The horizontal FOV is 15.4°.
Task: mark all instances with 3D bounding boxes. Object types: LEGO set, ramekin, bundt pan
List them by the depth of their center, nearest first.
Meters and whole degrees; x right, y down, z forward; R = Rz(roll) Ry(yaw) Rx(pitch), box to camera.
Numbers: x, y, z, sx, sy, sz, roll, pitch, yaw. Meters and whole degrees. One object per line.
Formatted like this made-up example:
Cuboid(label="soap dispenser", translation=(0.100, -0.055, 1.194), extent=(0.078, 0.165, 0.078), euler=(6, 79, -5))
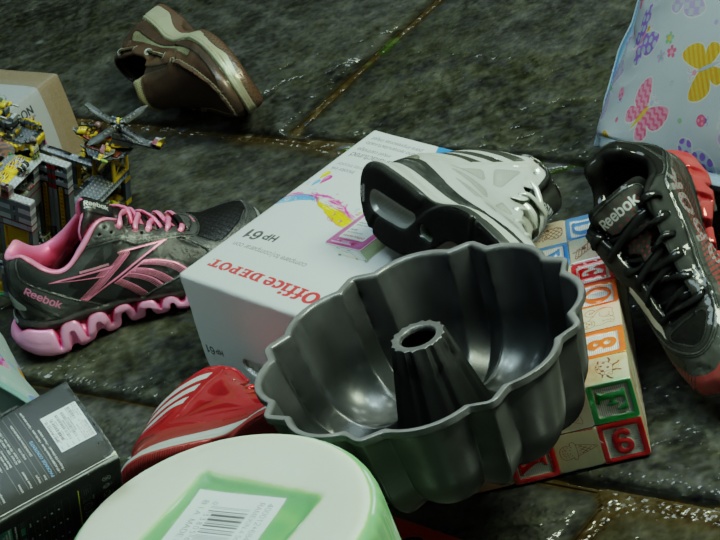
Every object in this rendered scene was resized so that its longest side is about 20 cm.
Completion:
Cuboid(label="ramekin", translation=(-0.064, 0.177, 1.426), extent=(0.199, 0.098, 0.200), euler=(-13, 31, 8))
Cuboid(label="bundt pan", translation=(0.044, 0.068, 1.538), extent=(0.201, 0.076, 0.202), euler=(-17, 28, 9))
Cuboid(label="LEGO set", translation=(-0.256, -0.073, 1.991), extent=(0.153, 0.116, 0.200), euler=(24, 45, 27))

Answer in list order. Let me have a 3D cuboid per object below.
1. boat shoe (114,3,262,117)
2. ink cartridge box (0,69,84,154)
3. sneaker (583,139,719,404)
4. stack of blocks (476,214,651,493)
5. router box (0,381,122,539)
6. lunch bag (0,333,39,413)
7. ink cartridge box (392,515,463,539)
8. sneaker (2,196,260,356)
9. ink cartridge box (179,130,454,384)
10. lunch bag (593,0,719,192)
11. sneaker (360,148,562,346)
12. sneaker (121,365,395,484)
Cuboid(label="boat shoe", translation=(-0.145, -0.153, 2.156), extent=(0.075, 0.075, 0.202), euler=(-39, 27, -8))
Cuboid(label="ink cartridge box", translation=(-0.349, -0.086, 2.140), extent=(0.164, 0.075, 0.200), euler=(7, 37, 39))
Cuboid(label="sneaker", translation=(0.189, -0.004, 1.639), extent=(0.071, 0.098, 0.201), euler=(-40, 45, 27))
Cuboid(label="stack of blocks", translation=(0.114, 0.048, 1.673), extent=(0.114, 0.059, 0.200), euler=(-13, 30, 9))
Cuboid(label="router box", translation=(-0.210, 0.168, 1.512), extent=(0.149, 0.200, 0.062), euler=(-29, 61, -20))
Cuboid(label="lunch bag", translation=(-0.298, 0.077, 1.769), extent=(0.123, 0.199, 0.170), euler=(-64, 31, 8))
Cuboid(label="ink cartridge box", translation=(-0.031, 0.192, 1.527), extent=(0.162, 0.057, 0.200), euler=(14, 47, 44))
Cuboid(label="sneaker", translation=(-0.166, -0.016, 1.902), extent=(0.199, 0.096, 0.079), euler=(-23, 28, -11))
Cuboid(label="ink cartridge box", translation=(0.000, 0.000, 1.792), extent=(0.144, 0.085, 0.200), euler=(17, 46, 45))
Cuboid(label="lunch bag", translation=(0.256, -0.136, 1.774), extent=(0.127, 0.171, 0.199), euler=(14, 5, -44))
Cuboid(label="sneaker", translation=(0.099, -0.028, 1.674), extent=(0.115, 0.076, 0.200), euler=(-19, 39, -29))
Cuboid(label="sneaker", translation=(-0.054, 0.088, 1.684), extent=(0.199, 0.079, 0.116), euler=(-10, 32, 11))
